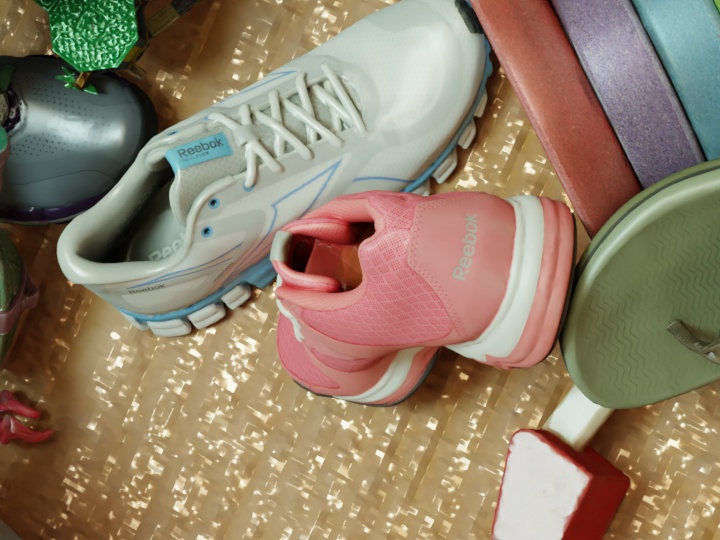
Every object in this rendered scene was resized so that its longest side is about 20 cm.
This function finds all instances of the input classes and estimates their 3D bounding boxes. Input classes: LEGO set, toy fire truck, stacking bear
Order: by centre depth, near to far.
[{"bbox_3d":[0.148,-0.099,0.798,0.199,0.122,0.114,-27,45,6],"label":"stacking bear"},{"bbox_3d":[0.146,0.036,0.824,0.140,0.049,0.201,26,94,26],"label":"toy fire truck"},{"bbox_3d":[-0.102,-0.181,0.960,0.153,0.116,0.201,28,94,-1],"label":"LEGO set"}]

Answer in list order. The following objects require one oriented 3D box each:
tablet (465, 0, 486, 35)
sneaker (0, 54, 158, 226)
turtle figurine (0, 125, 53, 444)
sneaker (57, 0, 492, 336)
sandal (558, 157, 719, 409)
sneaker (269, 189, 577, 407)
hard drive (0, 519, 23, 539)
[{"bbox_3d":[0.112,-0.127,0.884,0.200,0.014,0.131,37,98,24],"label":"tablet"},{"bbox_3d":[-0.187,-0.064,0.976,0.198,0.087,0.075,6,85,26],"label":"sneaker"},{"bbox_3d":[-0.185,0.006,0.944,0.150,0.100,0.201,42,135,32],"label":"turtle figurine"},{"bbox_3d":[-0.037,-0.043,0.903,0.200,0.087,0.075,-38,68,15],"label":"sneaker"},{"bbox_3d":[0.156,-0.001,0.747,0.200,0.080,0.058,-19,31,21],"label":"sandal"},{"bbox_3d":[0.000,0.000,0.836,0.200,0.086,0.074,-22,55,63],"label":"sneaker"},{"bbox_3d":[-0.196,0.116,0.901,0.134,0.200,0.043,-2,58,26],"label":"hard drive"}]
